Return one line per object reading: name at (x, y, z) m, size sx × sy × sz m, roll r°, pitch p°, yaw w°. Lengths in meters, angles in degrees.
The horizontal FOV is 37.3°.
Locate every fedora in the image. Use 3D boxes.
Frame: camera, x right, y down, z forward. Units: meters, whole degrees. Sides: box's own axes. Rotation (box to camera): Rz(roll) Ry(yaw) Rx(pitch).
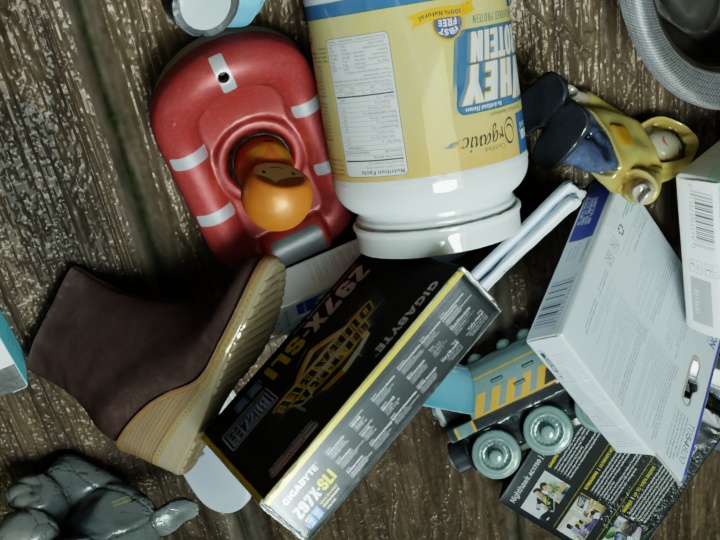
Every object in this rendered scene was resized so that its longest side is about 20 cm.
fedora at (0.272, -0.235, 0.842) m, size 0.177 × 0.090 × 0.200 m, roll -39°, pitch 117°, yaw 3°

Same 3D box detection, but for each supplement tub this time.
supplement tub at (0.043, -0.121, 0.764) m, size 0.144 × 0.145 × 0.202 m, roll -13°, pitch 104°, yaw -13°

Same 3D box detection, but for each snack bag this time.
snack bag at (0.115, -0.001, 0.885) m, size 0.021 × 0.200 × 0.189 m, roll 46°, pitch 102°, yaw 7°

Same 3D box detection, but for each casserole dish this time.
casserole dish at (0.020, 0.080, 0.913) m, size 0.199 × 0.121 × 0.039 m, roll 17°, pitch 92°, yaw -46°

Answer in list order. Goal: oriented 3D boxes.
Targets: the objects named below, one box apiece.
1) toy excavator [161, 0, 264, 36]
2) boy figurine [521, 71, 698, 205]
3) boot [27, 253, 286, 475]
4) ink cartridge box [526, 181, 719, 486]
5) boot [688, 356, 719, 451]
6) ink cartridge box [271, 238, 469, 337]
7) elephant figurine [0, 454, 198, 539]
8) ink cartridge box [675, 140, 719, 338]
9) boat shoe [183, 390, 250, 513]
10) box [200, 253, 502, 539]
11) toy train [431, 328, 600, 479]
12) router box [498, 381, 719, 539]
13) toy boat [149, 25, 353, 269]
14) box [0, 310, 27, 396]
toy excavator at (-0.047, -0.262, 0.719) m, size 0.199 × 0.100 × 0.196 m, roll -8°, pitch 125°, yaw -31°
boy figurine at (0.214, -0.102, 0.885) m, size 0.199 × 0.125 × 0.064 m, roll 7°, pitch 136°, yaw -42°
boot at (-0.162, 0.041, 0.817) m, size 0.166 × 0.072 × 0.201 m, roll 34°, pitch 105°, yaw 14°
ink cartridge box at (0.241, 0.053, 0.940) m, size 0.040 × 0.200 × 0.200 m, roll -17°, pitch 123°, yaw 45°
boot at (0.371, 0.140, 1.111) m, size 0.199 × 0.073 × 0.091 m, roll 21°, pitch 105°, yaw -30°
ink cartridge box at (0.000, 0.000, 0.885) m, size 0.199 × 0.037 × 0.095 m, roll -21°, pitch 168°, yaw -6°
elephant figurine at (-0.257, 0.270, 0.945) m, size 0.141 × 0.155 × 0.201 m, roll -40°, pitch 154°, yaw -48°
ink cartridge box at (0.360, -0.058, 0.954) m, size 0.199 × 0.050 × 0.162 m, roll -34°, pitch 126°, yaw -27°
boat shoe at (-0.144, 0.109, 0.911) m, size 0.073 × 0.065 × 0.201 m, roll -14°, pitch 107°, yaw 23°
box at (-0.013, 0.075, 0.749) m, size 0.049 × 0.160 × 0.200 m, roll 45°, pitch 80°, yaw -19°
toy train at (0.161, 0.113, 0.998) m, size 0.199 × 0.085 × 0.115 m, roll -27°, pitch 87°, yaw 12°
router box at (0.251, 0.184, 1.065) m, size 0.149 × 0.051 × 0.201 m, roll 30°, pitch 110°, yaw 5°
toy boat at (-0.071, -0.076, 0.787) m, size 0.130 × 0.131 × 0.201 m, roll -26°, pitch 125°, yaw -4°
box at (-0.329, 0.016, 0.797) m, size 0.082 × 0.049 × 0.201 m, roll -21°, pitch 124°, yaw -6°
